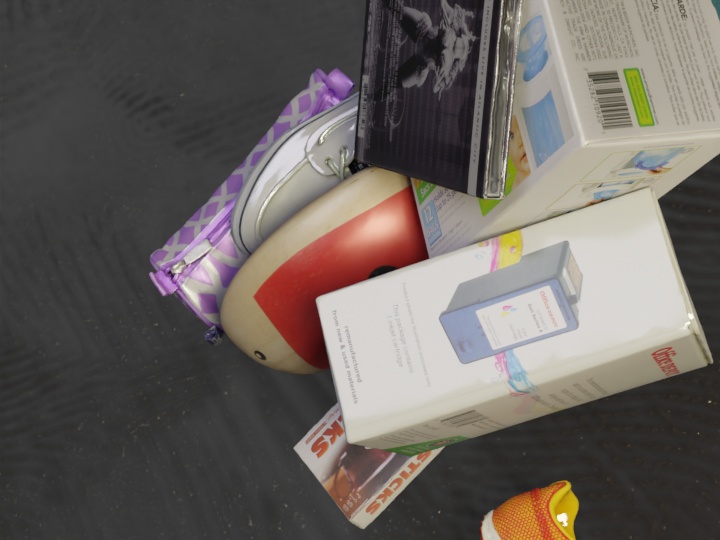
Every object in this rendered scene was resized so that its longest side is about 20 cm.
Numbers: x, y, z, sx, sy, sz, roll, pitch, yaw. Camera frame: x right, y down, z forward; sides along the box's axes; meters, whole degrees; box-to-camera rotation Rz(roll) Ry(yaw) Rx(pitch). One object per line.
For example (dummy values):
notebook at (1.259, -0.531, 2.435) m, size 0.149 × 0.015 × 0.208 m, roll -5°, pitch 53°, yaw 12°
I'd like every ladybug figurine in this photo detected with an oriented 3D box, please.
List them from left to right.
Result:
ladybug figurine at (0.000, 0.000, 0.958) m, size 0.199 × 0.135 × 0.072 m, roll -39°, pitch 64°, yaw 15°

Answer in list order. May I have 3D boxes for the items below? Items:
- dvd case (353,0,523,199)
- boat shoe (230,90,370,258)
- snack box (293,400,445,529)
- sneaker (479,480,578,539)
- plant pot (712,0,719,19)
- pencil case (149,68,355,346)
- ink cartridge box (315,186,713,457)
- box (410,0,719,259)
dvd case at (0.040, -0.126, 0.819) m, size 0.200 × 0.016 × 0.151 m, roll -153°, pitch 67°, yaw -69°
boat shoe at (-0.004, -0.078, 0.984) m, size 0.200 × 0.074 × 0.067 m, roll -44°, pitch 24°, yaw -2°
snack box at (0.048, 0.070, 0.959) m, size 0.200 × 0.024 × 0.072 m, roll -46°, pitch 52°, yaw 2°
sneaker at (0.132, 0.202, 0.814) m, size 0.076 × 0.073 × 0.201 m, roll -27°, pitch 57°, yaw 3°
plant pot at (0.153, -0.190, 0.944) m, size 0.134 × 0.199 × 0.203 m, roll -27°, pitch 51°, yaw 44°
pencil case at (-0.067, -0.049, 1.051) m, size 0.200 × 0.085 × 0.084 m, roll -49°, pitch 59°, yaw -2°
ink cartridge box at (0.092, 0.037, 0.851) m, size 0.198 × 0.145 × 0.089 m, roll -17°, pitch 75°, yaw 13°
box at (0.107, -0.083, 0.819) m, size 0.100 × 0.200 × 0.114 m, roll -6°, pitch 73°, yaw -22°
